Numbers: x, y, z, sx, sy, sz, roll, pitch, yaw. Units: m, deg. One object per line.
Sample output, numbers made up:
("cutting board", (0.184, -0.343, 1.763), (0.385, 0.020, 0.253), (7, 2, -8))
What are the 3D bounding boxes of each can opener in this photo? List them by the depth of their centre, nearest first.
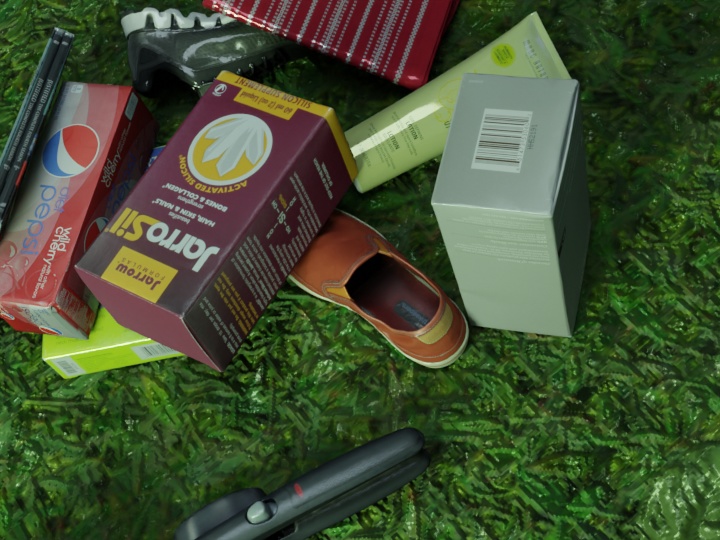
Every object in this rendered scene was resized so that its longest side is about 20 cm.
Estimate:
("can opener", (-0.042, 0.166, 0.891), (0.199, 0.063, 0.079), (-27, 60, 0))

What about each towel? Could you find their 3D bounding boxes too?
("towel", (-0.017, -0.239, 1.064), (0.199, 0.023, 0.145), (21, 61, -3))

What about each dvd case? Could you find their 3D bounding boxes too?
("dvd case", (-0.284, -0.081, 1.024), (0.022, 0.146, 0.201), (21, 54, -14))

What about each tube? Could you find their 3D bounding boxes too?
("tube", (0.075, -0.132, 1.021), (0.199, 0.058, 0.052), (-28, 44, -3))

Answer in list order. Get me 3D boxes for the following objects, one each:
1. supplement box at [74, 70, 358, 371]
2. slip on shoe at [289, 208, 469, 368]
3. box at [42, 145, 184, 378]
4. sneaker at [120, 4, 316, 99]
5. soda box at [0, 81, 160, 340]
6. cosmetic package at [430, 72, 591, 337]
("supplement box", (-0.105, -0.040, 0.946), (0.110, 0.086, 0.200), (22, 67, 27))
("slip on shoe", (0.000, 0.000, 0.967), (0.200, 0.061, 0.074), (38, 79, 28))
("box", (-0.197, -0.019, 1.035), (0.121, 0.048, 0.201), (-11, 62, 8))
("sneaker", (-0.111, -0.183, 1.089), (0.199, 0.066, 0.091), (-1, 79, 5))
("soda box", (-0.228, -0.050, 0.994), (0.070, 0.063, 0.201), (6, 65, 18))
("cosmetic package", (0.112, -0.040, 0.881), (0.090, 0.200, 0.107), (6, 68, 19))
